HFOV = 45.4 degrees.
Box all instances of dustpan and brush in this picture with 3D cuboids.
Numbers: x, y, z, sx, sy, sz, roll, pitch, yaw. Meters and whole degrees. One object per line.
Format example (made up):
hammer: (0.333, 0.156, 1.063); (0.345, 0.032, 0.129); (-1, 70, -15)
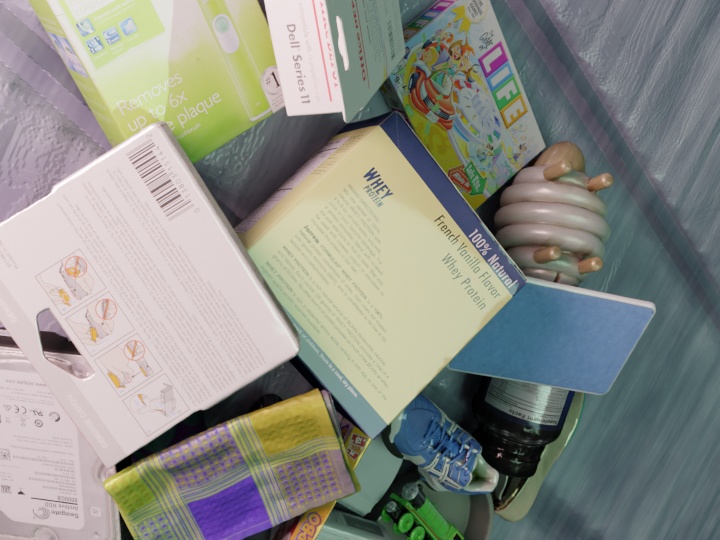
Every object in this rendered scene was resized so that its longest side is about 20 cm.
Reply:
dustpan and brush: (0.021, 0.157, 0.946); (0.200, 0.057, 0.139); (-49, 128, 1)

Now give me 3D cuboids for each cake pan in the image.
cake pan: (0.075, 0.325, 1.048); (0.199, 0.037, 0.202); (-12, 114, -29)

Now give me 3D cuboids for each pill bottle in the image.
pill bottle: (0.194, 0.132, 1.004); (0.111, 0.112, 0.202); (8, 104, -35)

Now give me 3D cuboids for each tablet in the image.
tablet: (0.198, 0.068, 0.904); (0.198, 0.014, 0.131); (11, 123, -15)

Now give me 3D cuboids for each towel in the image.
towel: (-0.101, 0.181, 0.727); (0.198, 0.023, 0.145); (-19, 131, -10)

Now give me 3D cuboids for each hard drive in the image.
hard drive: (-0.261, 0.148, 0.713); (0.138, 0.038, 0.202); (6, 112, 6)

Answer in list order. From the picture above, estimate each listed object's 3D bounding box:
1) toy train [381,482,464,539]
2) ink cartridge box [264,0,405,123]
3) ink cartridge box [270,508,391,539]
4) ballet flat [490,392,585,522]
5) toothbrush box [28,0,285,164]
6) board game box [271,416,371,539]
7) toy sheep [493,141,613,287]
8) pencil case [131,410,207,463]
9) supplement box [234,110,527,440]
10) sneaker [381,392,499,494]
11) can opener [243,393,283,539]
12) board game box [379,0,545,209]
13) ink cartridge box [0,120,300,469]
toy train: (0.089, 0.316, 1.007); (0.056, 0.042, 0.201); (-49, 127, -20)
ink cartridge box: (-0.022, -0.199, 0.692); (0.200, 0.067, 0.118); (-62, 146, -58)
ink cartridge box: (-0.079, 0.349, 0.939); (0.159, 0.047, 0.201); (24, 101, -24)
ballet flat: (0.217, 0.226, 1.089); (0.069, 0.069, 0.202); (20, 97, -36)
toothbrush box: (-0.159, -0.192, 0.667); (0.145, 0.086, 0.201); (-34, 122, -18)
board game box: (-0.033, 0.204, 0.838); (0.030, 0.096, 0.201); (33, 85, -5)
toy sheep: (0.206, -0.042, 0.926); (0.137, 0.137, 0.202); (22, 77, -37)
pencil case: (-0.184, 0.154, 0.785); (0.092, 0.085, 0.202); (-33, 124, -33)
supplement box: (0.000, 0.000, 0.780); (0.200, 0.134, 0.200); (-44, 106, -10)
sneaker: (0.087, 0.184, 0.922); (0.200, 0.076, 0.076); (47, 58, -46)
can opener: (-0.099, 0.219, 0.836); (0.078, 0.063, 0.202); (18, 64, -19)
board game box: (0.103, -0.168, 0.876); (0.134, 0.034, 0.201); (-41, 125, -14)
ink cartridge box: (-0.169, 0.019, 0.648); (0.175, 0.045, 0.201); (-31, 104, 1)
